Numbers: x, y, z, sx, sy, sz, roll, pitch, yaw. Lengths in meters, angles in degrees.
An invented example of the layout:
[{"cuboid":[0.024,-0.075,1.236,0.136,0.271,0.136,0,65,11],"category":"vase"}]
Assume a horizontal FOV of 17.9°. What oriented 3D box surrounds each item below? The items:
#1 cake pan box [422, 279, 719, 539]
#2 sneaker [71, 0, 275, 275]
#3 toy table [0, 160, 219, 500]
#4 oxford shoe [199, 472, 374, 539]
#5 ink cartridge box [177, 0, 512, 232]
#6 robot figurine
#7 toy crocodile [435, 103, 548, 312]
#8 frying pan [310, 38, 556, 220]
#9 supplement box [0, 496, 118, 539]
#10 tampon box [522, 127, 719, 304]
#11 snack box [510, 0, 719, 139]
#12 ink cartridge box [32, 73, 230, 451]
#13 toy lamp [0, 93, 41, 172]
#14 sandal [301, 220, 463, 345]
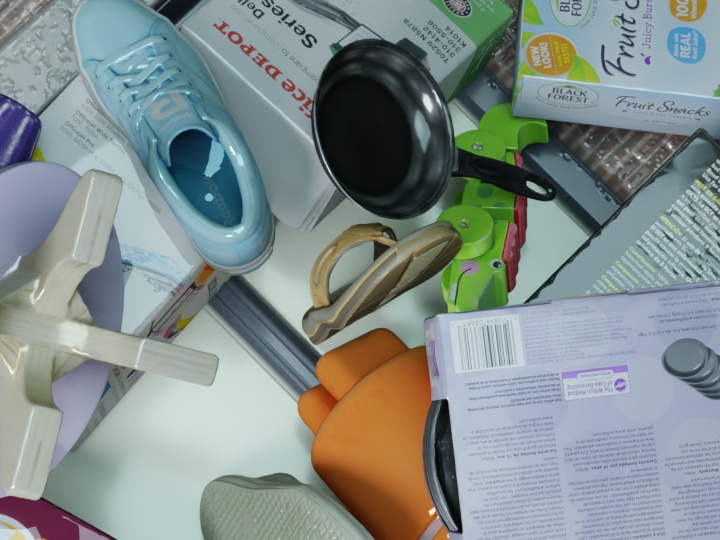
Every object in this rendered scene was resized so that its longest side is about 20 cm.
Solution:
[{"cuboid":[0.139,0.107,1.358,0.199,0.052,0.185,-7,85,-9],"category":"cake pan box"},{"cuboid":[-0.110,-0.094,1.376,0.074,0.082,0.200,-34,81,-10],"category":"sneaker"},{"cuboid":[-0.185,0.037,1.310,0.183,0.117,0.201,3,91,-25],"category":"toy table"},{"cuboid":[-0.033,0.166,1.432,0.058,0.200,0.075,2,95,-31],"category":"oxford shoe"},{"cuboid":[-0.018,-0.143,1.506,0.146,0.084,0.200,41,54,5],"category":"ink cartridge box"},{"cuboid":[0.049,0.130,1.454,0.144,0.117,0.200,-46,69,7],"category":"robot figurine"},{"cuboid":[0.086,-0.032,1.501,0.062,0.068,0.200,2,43,10],"category":"toy crocodile"},{"cuboid":[0.039,-0.090,1.438,0.190,0.031,0.115,-8,85,-42],"category":"frying pan"},{"cuboid":[-0.203,0.209,1.457,0.200,0.086,0.111,28,78,3],"category":"supplement box"},{"cuboid":[0.185,0.034,1.479,0.200,0.150,0.126,-44,84,-9],"category":"tampon box"},{"cuboid":[0.207,-0.164,1.553,0.199,0.053,0.143,7,58,-1],"category":"snack box"},{"cuboid":[-0.175,-0.010,1.473,0.145,0.147,0.200,40,80,5],"category":"ink cartridge box"},{"cuboid":[-0.259,-0.016,1.367,0.058,0.058,0.200,33,80,4],"category":"toy lamp"},{"cuboid":[0.000,0.000,1.452,0.080,0.200,0.054,-30,89,-21],"category":"sandal"}]
